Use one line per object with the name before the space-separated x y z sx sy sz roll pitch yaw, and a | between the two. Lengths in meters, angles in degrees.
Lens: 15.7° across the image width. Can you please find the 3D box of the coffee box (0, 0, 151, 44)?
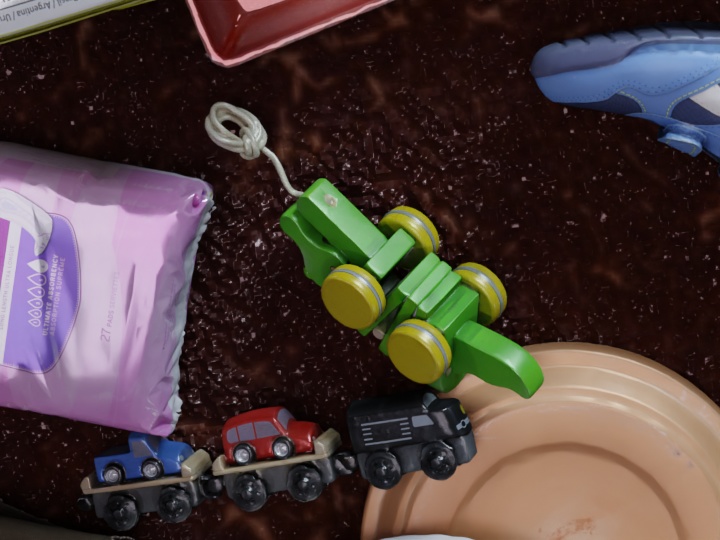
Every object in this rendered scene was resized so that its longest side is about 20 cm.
coffee box | -0.112 -0.215 1.063 0.199 0.200 0.199 -17 104 2

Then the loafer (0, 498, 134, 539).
loafer | -0.137 0.145 1.241 0.199 0.073 0.072 28 120 -8

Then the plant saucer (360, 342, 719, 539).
plant saucer | 0.098 0.135 1.244 0.199 0.032 0.202 1 101 5

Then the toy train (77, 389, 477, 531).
toy train | -0.043 0.087 1.231 0.199 0.034 0.046 -11 98 17

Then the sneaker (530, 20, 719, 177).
sneaker | 0.174 -0.069 1.181 0.199 0.074 0.083 6 103 5

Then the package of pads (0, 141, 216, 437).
package of pads | -0.172 0.000 1.222 0.199 0.076 0.121 11 98 3

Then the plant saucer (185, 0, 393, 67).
plant saucer | -0.011 -0.221 1.188 0.199 0.037 0.201 -21 98 9

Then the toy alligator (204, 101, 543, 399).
toy alligator | 0.000 0.000 1.222 0.200 0.059 0.054 40 142 7

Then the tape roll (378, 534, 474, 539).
tape roll | 0.034 0.228 1.222 0.201 0.071 0.204 5 113 13
